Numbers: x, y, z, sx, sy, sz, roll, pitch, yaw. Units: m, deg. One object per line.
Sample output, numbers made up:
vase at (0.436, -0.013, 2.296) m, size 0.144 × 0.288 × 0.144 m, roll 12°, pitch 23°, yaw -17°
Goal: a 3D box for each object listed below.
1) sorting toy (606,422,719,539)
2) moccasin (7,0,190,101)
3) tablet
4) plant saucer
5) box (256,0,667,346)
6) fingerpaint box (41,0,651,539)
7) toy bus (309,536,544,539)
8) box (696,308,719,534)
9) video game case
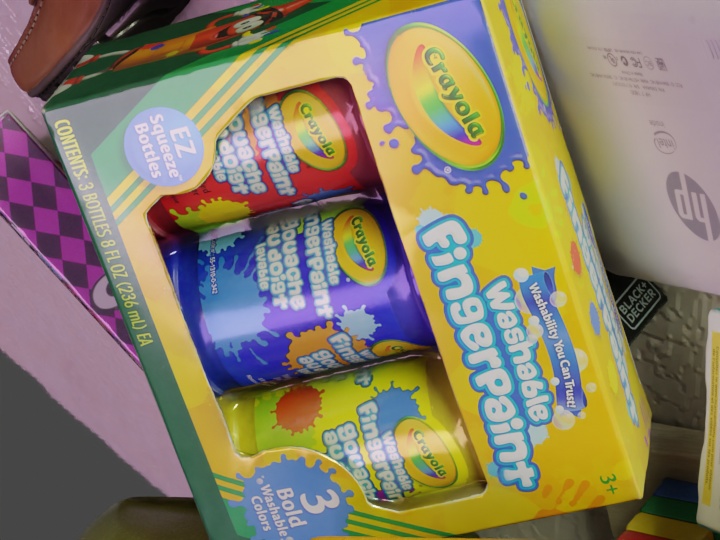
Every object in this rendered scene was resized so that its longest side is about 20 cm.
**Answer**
sorting toy at (0.191, 0.174, 0.949) m, size 0.199 × 0.070 × 0.200 m, roll 8°, pitch 127°, yaw 36°
moccasin at (-0.102, -0.145, 0.934) m, size 0.078 × 0.074 × 0.202 m, roll 46°, pitch 143°, yaw 11°
tablet at (0.111, -0.043, 0.797) m, size 0.131 × 0.014 × 0.200 m, roll 64°, pitch 161°, yaw -18°
plant saucer at (-0.031, 0.121, 1.034) m, size 0.199 × 0.200 × 0.031 m, roll 0°, pitch 86°, yaw 40°
box at (0.014, -0.023, 0.944) m, size 0.200 × 0.060 × 0.117 m, roll 49°, pitch 140°, yaw -3°
fingerpaint box at (0.000, 0.000, 0.844) m, size 0.166 × 0.073 × 0.201 m, roll -13°, pitch 111°, yaw 16°
toy bus at (0.080, 0.138, 0.811) m, size 0.199 × 0.079 × 0.065 m, roll -1°, pitch 157°, yaw 13°
box at (0.176, 0.062, 0.761) m, size 0.200 × 0.049 × 0.083 m, roll -163°, pitch 75°, yaw -73°
video game case at (-0.095, 0.020, 1.020) m, size 0.200 × 0.036 × 0.181 m, roll 48°, pitch 176°, yaw -2°
